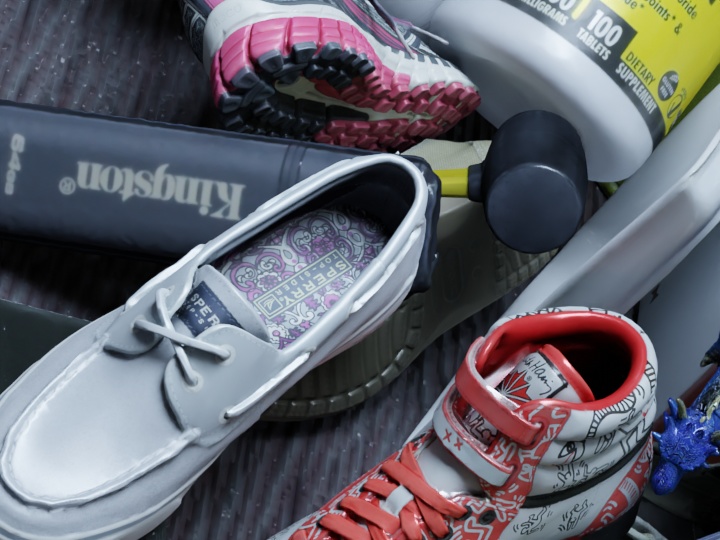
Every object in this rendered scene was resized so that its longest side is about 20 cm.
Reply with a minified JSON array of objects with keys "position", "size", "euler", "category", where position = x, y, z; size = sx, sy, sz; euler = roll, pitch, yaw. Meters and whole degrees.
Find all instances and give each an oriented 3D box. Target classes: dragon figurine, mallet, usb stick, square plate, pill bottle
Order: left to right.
[{"position":[-0.066,-0.028,0.958],"size":[0.199,0.056,0.033],"euler":[9,10,12],"category":"usb stick"},{"position":[-0.010,-0.029,0.977],"size":[0.199,0.041,0.066],"euler":[-4,23,-2],"category":"mallet"},{"position":[0.116,-0.019,1.035],"size":[0.028,0.200,0.198],"euler":[44,41,0],"category":"square plate"},{"position":[0.128,-0.147,1.101],"size":[0.112,0.112,0.200],"euler":[37,78,-2],"category":"pill bottle"},{"position":[0.168,0.001,0.947],"size":[0.059,0.200,0.099],"euler":[26,-3,7],"category":"dragon figurine"}]

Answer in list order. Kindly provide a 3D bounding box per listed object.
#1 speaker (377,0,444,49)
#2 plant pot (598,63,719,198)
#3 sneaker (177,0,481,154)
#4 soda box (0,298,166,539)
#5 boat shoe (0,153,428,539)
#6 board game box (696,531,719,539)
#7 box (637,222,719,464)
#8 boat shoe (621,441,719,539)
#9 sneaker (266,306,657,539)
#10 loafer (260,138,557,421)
[{"position":[-0.006,-0.154,1.088],"size":[0.200,0.081,0.081],"euler":[38,26,-57],"category":"speaker"},{"position":[0.232,-0.114,1.211],"size":[0.200,0.193,0.201],"euler":[20,44,-21],"category":"plant pot"},{"position":[-0.011,-0.091,1.047],"size":[0.075,0.081,0.200],"euler":[64,13,19],"category":"sneaker"},{"position":[-0.107,0.110,0.859],"size":[0.071,0.063,0.200],"euler":[16,47,-25],"category":"soda box"},{"position":[-0.050,0.025,0.850],"size":[0.200,0.069,0.072],"euler":[-30,70,-29],"category":"boat shoe"},{"position":[0.146,0.194,0.901],"size":[0.165,0.057,0.200],"euler":[-15,88,-33],"category":"board game box"},{"position":[0.240,0.045,1.105],"size":[0.200,0.152,0.106],"euler":[26,44,-14],"category":"box"},{"position":[0.147,0.116,1.039],"size":[0.200,0.064,0.071],"euler":[22,44,-19],"category":"boat shoe"},{"position":[0.021,0.080,0.909],"size":[0.201,0.108,0.067],"euler":[-22,52,-24],"category":"sneaker"},{"position":[0.000,0.000,1.035],"size":[0.200,0.076,0.068],"euler":[-25,33,-37],"category":"loafer"}]
